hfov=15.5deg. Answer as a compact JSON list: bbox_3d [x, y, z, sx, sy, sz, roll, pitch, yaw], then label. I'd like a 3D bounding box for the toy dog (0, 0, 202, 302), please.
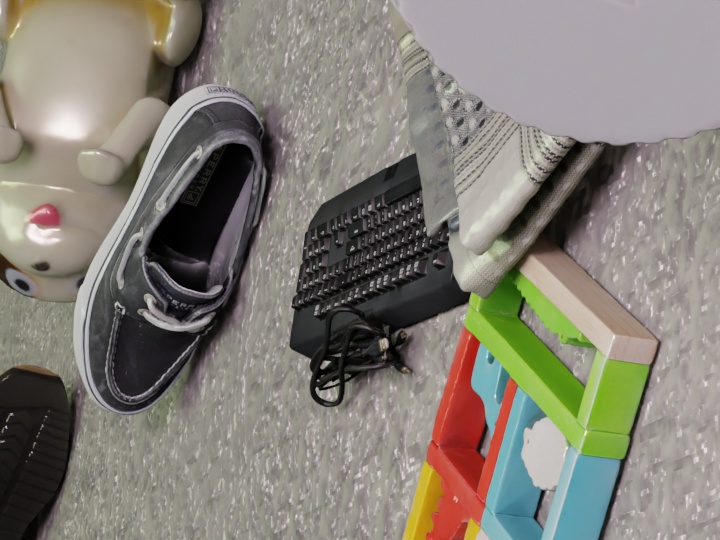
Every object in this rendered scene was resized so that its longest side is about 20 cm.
[{"bbox_3d":[-0.170,-0.082,1.532,0.194,0.139,0.200,-172,90,-82],"label":"toy dog"}]

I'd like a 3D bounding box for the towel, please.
[{"bbox_3d":[0.068,-0.116,1.030,0.200,0.035,0.193,-55,33,38],"label":"towel"}]

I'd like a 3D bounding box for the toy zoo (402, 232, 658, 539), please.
[{"bbox_3d":[0.056,0.094,1.034,0.131,0.020,0.200,-129,51,-63],"label":"toy zoo"}]

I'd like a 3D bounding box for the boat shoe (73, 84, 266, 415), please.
[{"bbox_3d":[-0.098,0.002,1.409,0.200,0.072,0.068,-64,25,24],"label":"boat shoe"}]

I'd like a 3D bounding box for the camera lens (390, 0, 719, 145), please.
[{"bbox_3d":[0.078,-0.146,0.819,0.200,0.160,0.160,-88,15,-61],"label":"camera lens"}]

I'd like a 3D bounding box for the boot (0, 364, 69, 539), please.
[{"bbox_3d":[-0.245,0.123,1.748,0.138,0.077,0.200,-101,32,-62],"label":"boot"}]

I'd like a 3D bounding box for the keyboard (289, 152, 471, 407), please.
[{"bbox_3d":[0.000,0.000,1.189,0.200,0.040,0.104,153,123,-66],"label":"keyboard"}]
